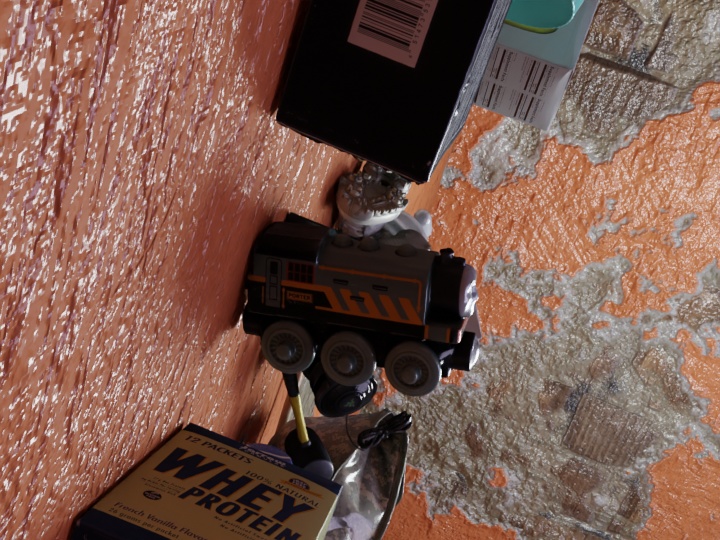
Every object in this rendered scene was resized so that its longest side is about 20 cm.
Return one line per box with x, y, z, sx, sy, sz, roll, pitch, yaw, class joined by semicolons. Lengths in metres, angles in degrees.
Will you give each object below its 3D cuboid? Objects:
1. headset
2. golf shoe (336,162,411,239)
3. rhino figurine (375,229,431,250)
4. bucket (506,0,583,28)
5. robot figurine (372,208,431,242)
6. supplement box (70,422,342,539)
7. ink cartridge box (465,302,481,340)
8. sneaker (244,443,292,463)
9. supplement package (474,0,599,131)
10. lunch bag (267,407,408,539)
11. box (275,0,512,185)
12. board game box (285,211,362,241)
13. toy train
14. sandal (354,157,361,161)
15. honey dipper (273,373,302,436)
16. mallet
-0.013;0.100;0.997;0.124;0.093;0.202;-124;-167;-64;headset
0.007;-0.063;1.097;0.098;0.078;0.200;-63;174;16;golf shoe
0.004;0.002;1.099;0.199;0.087;0.060;-27;105;-41;rhino figurine
0.160;-0.342;0.936;0.136;0.206;0.207;-62;174;-4;bucket
0.033;-0.014;1.291;0.169;0.113;0.200;-40;169;-8;robot figurine
-0.120;0.245;0.663;0.200;0.133;0.202;-40;150;-78;supplement box
0.044;0.068;1.189;0.145;0.198;0.085;63;14;-83;ink cartridge box
-0.113;0.213;0.960;0.116;0.080;0.200;-69;-178;-45;sneaker
0.178;-0.313;1.171;0.147;0.198;0.193;96;16;-70;supplement package
-0.042;0.247;1.094;0.163;0.118;0.201;-13;-145;44;lunch bag
0.043;-0.195;0.702;0.198;0.122;0.202;-52;164;-68;box
0.000;0.000;0.926;0.200;0.134;0.028;75;37;-81;board game box
-0.001;0.027;0.770;0.085;0.198;0.115;-52;148;-63;toy train
0.031;-0.170;0.994;0.200;0.054;0.081;113;1;-64;sandal
-0.091;0.174;1.195;0.038;0.038;0.202;-18;125;-83;honey dipper
-0.063;0.134;0.966;0.066;0.041;0.202;-124;-159;-50;mallet
